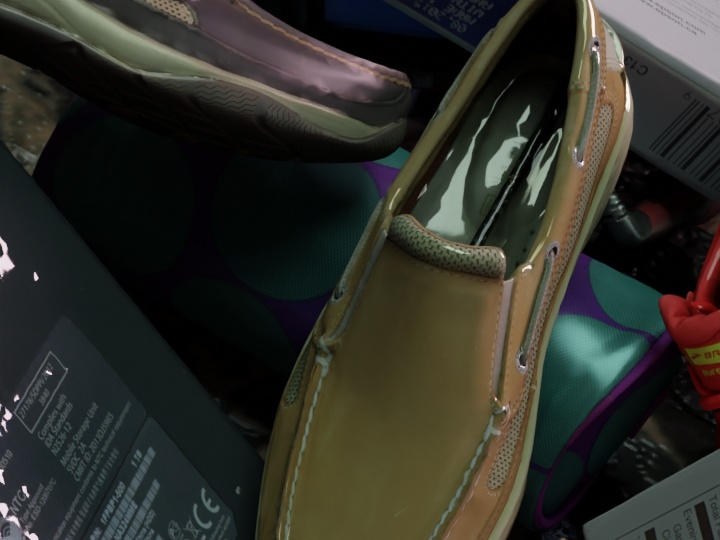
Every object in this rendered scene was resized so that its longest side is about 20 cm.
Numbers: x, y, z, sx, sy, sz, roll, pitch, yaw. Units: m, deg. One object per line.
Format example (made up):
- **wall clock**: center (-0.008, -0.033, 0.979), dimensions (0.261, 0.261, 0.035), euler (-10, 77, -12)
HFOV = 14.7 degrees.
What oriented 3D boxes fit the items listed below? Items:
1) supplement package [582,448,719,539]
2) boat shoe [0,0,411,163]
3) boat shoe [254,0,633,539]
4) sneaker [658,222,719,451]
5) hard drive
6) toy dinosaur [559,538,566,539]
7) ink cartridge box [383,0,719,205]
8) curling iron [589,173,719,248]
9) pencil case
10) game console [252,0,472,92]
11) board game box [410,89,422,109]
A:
- **supplement package**: center (0.172, 0.110, 0.625), dimensions (0.200, 0.111, 0.156), euler (8, 59, -42)
- **boat shoe**: center (-0.071, -0.087, 0.767), dimensions (0.200, 0.074, 0.073), euler (22, 82, -20)
- **boat shoe**: center (0.019, 0.010, 0.749), dimensions (0.071, 0.076, 0.200), euler (15, 69, 10)
- **sneaker**: center (0.116, 0.035, 0.794), dimensions (0.085, 0.201, 0.077), euler (14, -8, -40)
- **hard drive**: center (-0.098, 0.040, 0.712), dimensions (0.200, 0.033, 0.140), euler (52, 35, -20)
- **toy dinosaur**: center (0.075, 0.130, 0.658), dimensions (0.135, 0.086, 0.200), euler (-6, 52, -36)
- **ink cartridge box**: center (0.078, -0.120, 0.913), dimensions (0.199, 0.041, 0.200), euler (30, 36, -15)
- **curling iron**: center (0.107, -0.036, 0.930), dimensions (0.050, 0.026, 0.200), euler (59, 27, 9)
- **pencil case**: center (0.000, 0.000, 0.848), dimensions (0.200, 0.085, 0.092), euler (32, 5, 15)
- **game console**: center (0.004, -0.157, 0.942), dimensions (0.118, 0.173, 0.200), euler (-19, 37, 12)
- **board game box**: center (-0.021, -0.125, 1.021), dimensions (0.135, 0.035, 0.200), euler (24, 39, 6)
